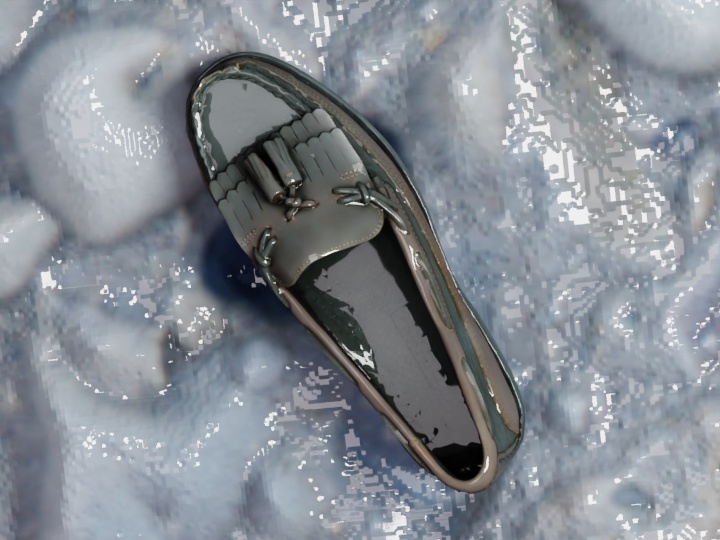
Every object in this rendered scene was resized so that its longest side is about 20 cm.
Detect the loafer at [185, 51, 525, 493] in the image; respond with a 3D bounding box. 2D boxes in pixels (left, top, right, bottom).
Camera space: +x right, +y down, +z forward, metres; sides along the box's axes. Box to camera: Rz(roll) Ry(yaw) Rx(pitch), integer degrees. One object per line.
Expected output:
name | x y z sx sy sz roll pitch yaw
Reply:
loafer | 0.000 0.000 0.805 0.072 0.063 0.200 -35 95 10
